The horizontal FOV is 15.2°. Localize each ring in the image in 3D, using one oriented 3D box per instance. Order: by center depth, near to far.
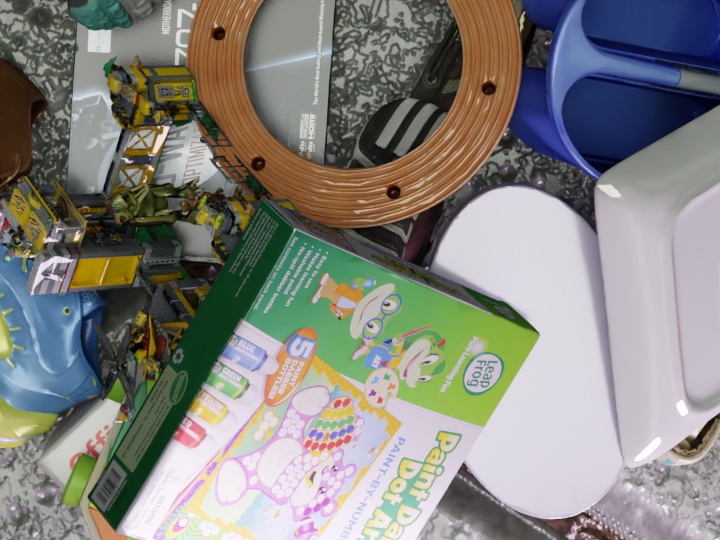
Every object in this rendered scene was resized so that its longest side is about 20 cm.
[{"bbox_3d":[-0.004,-0.123,1.601,0.200,0.019,0.201,-1,83,8],"label":"ring"}]

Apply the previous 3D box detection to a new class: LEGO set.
[{"bbox_3d":[-0.135,-0.025,1.554,0.116,0.200,0.154,-5,139,-36],"label":"LEGO set"}]

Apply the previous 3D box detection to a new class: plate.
[{"bbox_3d":[0.223,-0.004,1.605,0.200,0.032,0.200,-30,125,-32],"label":"plate"}]

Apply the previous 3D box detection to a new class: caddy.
[{"bbox_3d":[0.182,-0.118,1.617,0.200,0.105,0.141,7,99,-33],"label":"caddy"}]

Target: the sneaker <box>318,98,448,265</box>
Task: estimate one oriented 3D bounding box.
[{"bbox_3d":[0.000,0.000,1.643,0.076,0.116,0.200,31,70,17],"label":"sneaker"}]

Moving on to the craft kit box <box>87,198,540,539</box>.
[{"bbox_3d":[-0.024,0.082,1.532,0.197,0.049,0.200,22,103,-41],"label":"craft kit box"}]

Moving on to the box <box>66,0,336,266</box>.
[{"bbox_3d":[-0.098,-0.104,1.680,0.160,0.044,0.200,5,94,-1],"label":"box"}]

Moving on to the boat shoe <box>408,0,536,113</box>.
[{"bbox_3d":[0.083,-0.178,1.660,0.066,0.072,0.201,18,90,5],"label":"boat shoe"}]

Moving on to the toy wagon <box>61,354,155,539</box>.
[{"bbox_3d":[-0.099,0.144,1.618,0.155,0.040,0.200,23,94,-2],"label":"toy wagon"}]

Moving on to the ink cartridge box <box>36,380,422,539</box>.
[{"bbox_3d":[-0.081,0.135,1.680,0.146,0.084,0.200,-44,94,3],"label":"ink cartridge box"}]

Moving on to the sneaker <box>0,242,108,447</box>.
[{"bbox_3d":[-0.213,0.003,1.665,0.105,0.076,0.200,-19,88,4],"label":"sneaker"}]

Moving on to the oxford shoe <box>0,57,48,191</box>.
[{"bbox_3d":[-0.233,-0.067,1.614,0.071,0.200,0.071,31,127,-7],"label":"oxford shoe"}]

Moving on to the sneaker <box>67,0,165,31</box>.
[{"bbox_3d":[-0.131,-0.233,1.605,0.091,0.078,0.200,23,71,16],"label":"sneaker"}]

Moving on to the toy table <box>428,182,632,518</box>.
[{"bbox_3d":[0.103,0.044,1.658,0.184,0.117,0.200,0,95,-1],"label":"toy table"}]

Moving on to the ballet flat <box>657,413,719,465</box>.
[{"bbox_3d":[0.231,0.030,1.685,0.067,0.062,0.200,18,94,-4],"label":"ballet flat"}]
